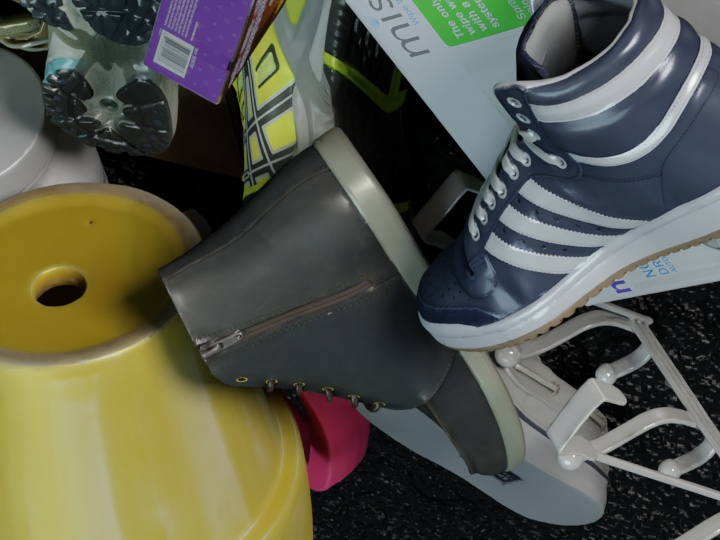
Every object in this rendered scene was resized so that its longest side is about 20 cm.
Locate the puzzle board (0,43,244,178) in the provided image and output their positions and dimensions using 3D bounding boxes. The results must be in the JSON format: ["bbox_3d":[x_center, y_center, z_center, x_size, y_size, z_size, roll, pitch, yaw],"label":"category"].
[{"bbox_3d":[-0.154,-0.121,1.278,0.199,0.017,0.151,14,144,22],"label":"puzzle board"}]

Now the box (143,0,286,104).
[{"bbox_3d":[-0.021,-0.174,1.006,0.039,0.137,0.200,28,146,2],"label":"box"}]

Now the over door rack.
[{"bbox_3d":[0.101,0.058,1.164,0.067,0.148,0.200,-41,140,11],"label":"over door rack"}]

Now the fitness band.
[{"bbox_3d":[-0.052,0.044,1.336,0.144,0.037,0.200,44,165,13],"label":"fitness band"}]

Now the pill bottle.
[{"bbox_3d":[-0.179,-0.023,1.312,0.112,0.113,0.200,17,153,17],"label":"pill bottle"}]

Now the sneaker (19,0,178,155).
[{"bbox_3d":[-0.107,-0.138,1.123,0.077,0.087,0.200,11,149,-1],"label":"sneaker"}]

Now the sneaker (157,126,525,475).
[{"bbox_3d":[-0.007,0.035,1.142,0.200,0.106,0.075,57,-179,-35],"label":"sneaker"}]

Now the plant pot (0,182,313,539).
[{"bbox_3d":[-0.127,0.071,1.213,0.199,0.201,0.190,14,135,21],"label":"plant pot"}]

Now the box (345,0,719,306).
[{"bbox_3d":[0.120,-0.097,1.042,0.176,0.097,0.200,-11,130,41],"label":"box"}]

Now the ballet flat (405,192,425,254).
[{"bbox_3d":[0.000,0.000,1.275,0.073,0.073,0.201,13,143,23],"label":"ballet flat"}]

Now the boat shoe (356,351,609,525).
[{"bbox_3d":[0.061,0.058,1.276,0.072,0.066,0.200,-15,143,42],"label":"boat shoe"}]

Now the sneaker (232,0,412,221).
[{"bbox_3d":[-0.022,-0.065,1.167,0.076,0.075,0.201,29,115,38],"label":"sneaker"}]

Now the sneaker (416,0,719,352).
[{"bbox_3d":[0.068,-0.043,0.996,0.108,0.070,0.199,38,137,-24],"label":"sneaker"}]

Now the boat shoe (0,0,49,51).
[{"bbox_3d":[-0.170,-0.130,1.151,0.073,0.064,0.201,12,169,5],"label":"boat shoe"}]
